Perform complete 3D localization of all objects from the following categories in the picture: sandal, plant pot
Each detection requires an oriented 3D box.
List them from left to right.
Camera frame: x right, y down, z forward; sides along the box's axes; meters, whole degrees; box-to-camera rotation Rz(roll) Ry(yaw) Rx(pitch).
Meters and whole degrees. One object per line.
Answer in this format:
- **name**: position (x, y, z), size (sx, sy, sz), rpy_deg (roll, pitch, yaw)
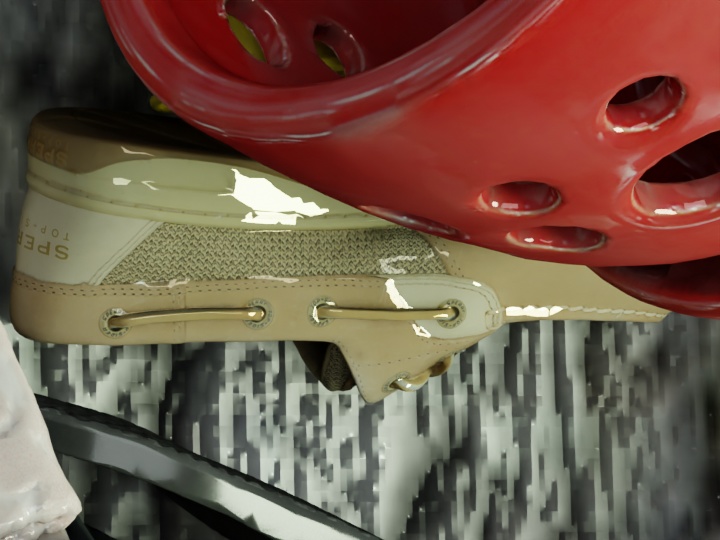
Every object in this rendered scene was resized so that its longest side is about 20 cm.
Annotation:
- **sandal**: position (-0.032, 0.078, 0.765), size (0.200, 0.075, 0.045), rpy_deg (25, 87, -17)
- **plant pot**: position (0.064, -0.090, 0.684), size (0.182, 0.200, 0.201), rpy_deg (29, 73, -41)

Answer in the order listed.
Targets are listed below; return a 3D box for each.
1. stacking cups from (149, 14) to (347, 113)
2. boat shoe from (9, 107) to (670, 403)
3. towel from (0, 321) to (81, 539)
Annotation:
- **stacking cups**: position (-0.046, -0.144, 0.765), size (0.060, 0.060, 0.201), rpy_deg (-11, 89, -20)
- **boat shoe**: position (0.000, 0.000, 0.790), size (0.199, 0.071, 0.065), rpy_deg (7, 100, -22)
- **towel**: position (-0.191, 0.020, 0.698), size (0.199, 0.032, 0.191), rpy_deg (-19, 62, -20)
